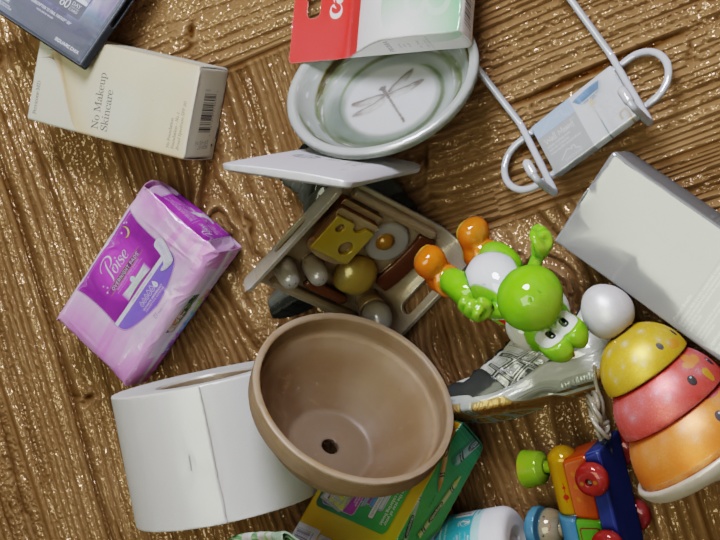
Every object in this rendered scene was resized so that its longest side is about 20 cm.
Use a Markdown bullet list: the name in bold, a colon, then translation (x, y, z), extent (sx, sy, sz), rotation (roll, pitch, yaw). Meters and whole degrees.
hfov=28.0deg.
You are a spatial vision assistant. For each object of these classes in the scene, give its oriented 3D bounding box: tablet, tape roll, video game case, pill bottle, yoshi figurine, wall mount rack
- **tablet**: translation (-0.033, -0.100, 1.372), extent (0.129, 0.200, 0.014), rotation (9, 101, 20)
- **tape roll**: translation (-0.147, 0.177, 1.492), extent (0.201, 0.202, 0.140), rotation (-10, 92, 22)
- **video game case**: translation (-0.291, -0.332, 1.554), extent (0.142, 0.019, 0.201), rotation (33, 87, 22)
- **pill bottle**: translation (0.071, 0.309, 1.467), extent (0.199, 0.111, 0.112), rotation (-15, 90, 23)
- **yoshi figurine**: translation (0.136, 0.010, 1.360), extent (0.200, 0.111, 0.113), rotation (38, 114, 47)
- **wall mount rack**: translation (0.191, -0.175, 1.394), extent (0.200, 0.074, 0.175), rotation (-37, 53, 20)

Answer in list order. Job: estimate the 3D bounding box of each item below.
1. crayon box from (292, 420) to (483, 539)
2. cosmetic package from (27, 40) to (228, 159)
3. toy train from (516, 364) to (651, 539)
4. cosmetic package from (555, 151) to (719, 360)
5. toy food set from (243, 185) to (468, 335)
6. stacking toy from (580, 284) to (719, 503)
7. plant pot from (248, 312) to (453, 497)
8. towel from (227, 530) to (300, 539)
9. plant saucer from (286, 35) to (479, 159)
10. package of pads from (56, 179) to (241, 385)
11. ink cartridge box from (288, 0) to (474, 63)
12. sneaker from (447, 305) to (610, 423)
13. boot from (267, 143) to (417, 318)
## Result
- **crayon box**: translation (0.021, 0.230, 1.438), extent (0.118, 0.058, 0.201), rotation (16, 67, 39)
- **cosmetic package**: translation (-0.252, -0.191, 1.566), extent (0.199, 0.073, 0.104), rotation (14, 99, 19)
- **toy train**: translation (0.202, 0.186, 1.409), extent (0.115, 0.085, 0.202), rotation (-6, 105, 35)
- **cosmetic package**: translation (0.296, -0.016, 1.360), extent (0.200, 0.090, 0.107), rotation (40, 108, 16)
- **toy food set**: translation (0.000, 0.000, 1.432), extent (0.144, 0.199, 0.061), rotation (-47, 45, 19)
- **stacking toy**: translation (0.268, 0.099, 1.333), extent (0.146, 0.146, 0.200), rotation (-37, 92, 21)
- **plant pot**: translation (-0.018, 0.145, 1.392), extent (0.200, 0.201, 0.093), rotation (39, 136, 14)
- **towel**: translation (-0.052, 0.302, 1.386), extent (0.152, 0.200, 0.023), rotation (41, 68, -10)
- **plant saucer**: translation (0.027, -0.175, 1.432), extent (0.199, 0.050, 0.201), rotation (-13, 48, 15)
- **package of pads**: translation (-0.234, 0.014, 1.577), extent (0.120, 0.076, 0.201), rotation (40, 108, 12)
- **ink cartridge box**: translation (0.018, -0.294, 1.434), extent (0.198, 0.050, 0.162), rotation (-1, 74, 20)
- **sneaker**: translation (0.163, 0.093, 1.440), extent (0.199, 0.076, 0.088), rotation (-19, 70, 21)
- **boot**: translation (-0.044, -0.054, 1.510), extent (0.200, 0.068, 0.131), rotation (-42, 73, 14)
